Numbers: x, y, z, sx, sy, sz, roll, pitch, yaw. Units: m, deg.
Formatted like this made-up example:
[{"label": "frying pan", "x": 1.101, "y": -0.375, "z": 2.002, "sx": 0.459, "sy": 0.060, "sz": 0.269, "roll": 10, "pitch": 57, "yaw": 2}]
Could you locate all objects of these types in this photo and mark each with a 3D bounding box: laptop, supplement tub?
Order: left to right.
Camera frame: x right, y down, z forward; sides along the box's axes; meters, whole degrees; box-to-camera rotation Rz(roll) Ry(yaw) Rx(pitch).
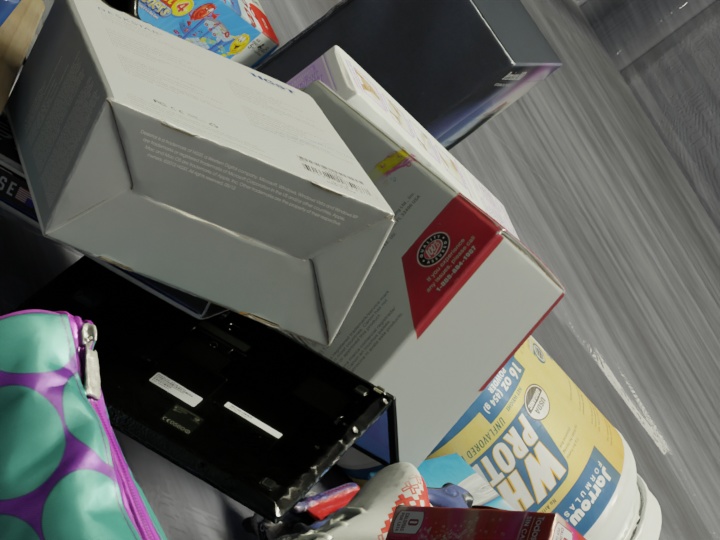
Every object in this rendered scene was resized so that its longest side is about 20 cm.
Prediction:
[{"label": "laptop", "x": -0.082, "y": 0.071, "z": 1.305, "sx": 0.177, "sy": 0.103, "sz": 0.200, "roll": 29, "pitch": 35, "yaw": 13}, {"label": "supplement tub", "x": 0.082, "y": 0.119, "z": 1.580, "sx": 0.200, "sy": 0.145, "sz": 0.145, "roll": 47, "pitch": 16, "yaw": -23}]

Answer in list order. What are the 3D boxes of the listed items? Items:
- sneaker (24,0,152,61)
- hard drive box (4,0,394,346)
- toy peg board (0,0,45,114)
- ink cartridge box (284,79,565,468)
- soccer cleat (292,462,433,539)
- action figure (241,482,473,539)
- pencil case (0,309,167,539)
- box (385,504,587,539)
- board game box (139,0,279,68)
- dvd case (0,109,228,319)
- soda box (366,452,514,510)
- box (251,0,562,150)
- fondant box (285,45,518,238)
[{"label": "sneaker", "x": -0.147, "y": -0.107, "z": 1.520, "sx": 0.074, "sy": 0.080, "sz": 0.200, "roll": 34, "pitch": 26, "yaw": -56}, {"label": "hard drive box", "x": -0.086, "y": -0.056, "z": 1.266, "sx": 0.156, "sy": 0.077, "sz": 0.200, "roll": 22, "pitch": 15, "yaw": -19}, {"label": "toy peg board", "x": -0.238, "y": -0.193, "z": 1.316, "sx": 0.199, "sy": 0.098, "sz": 0.200, "roll": 36, "pitch": 19, "yaw": -14}, {"label": "ink cartridge box", "x": 0.000, "y": 0.000, "z": 1.490, "sx": 0.083, "sy": 0.146, "sz": 0.200, "roll": 39, "pitch": 2, "yaw": -46}, {"label": "soccer cleat", "x": -0.026, "y": 0.153, "z": 1.211, "sx": 0.085, "sy": 0.069, "sz": 0.200, "roll": 42, "pitch": 48, "yaw": -13}, {"label": "action figure", "x": -0.009, "y": 0.190, "z": 1.314, "sx": 0.200, "sy": 0.105, "sz": 0.194, "roll": -6, "pitch": 49, "yaw": -41}, {"label": "pencil case", "x": -0.121, "y": 0.110, "z": 1.077, "sx": 0.085, "sy": 0.092, "sz": 0.200, "roll": 27, "pitch": 31, "yaw": -60}, {"label": "box", "x": 0.052, "y": 0.218, "z": 1.164, "sx": 0.100, "sy": 0.095, "sz": 0.200, "roll": 42, "pitch": 57, "yaw": -44}, {"label": "board game box", "x": -0.164, "y": -0.256, "z": 1.846, "sx": 0.196, "sy": 0.056, "sz": 0.200, "roll": 34, "pitch": 24, "yaw": -53}, {"label": "dvd case", "x": -0.137, "y": -0.039, "z": 1.325, "sx": 0.200, "sy": 0.025, "sz": 0.150, "roll": 30, "pitch": 14, "yaw": 11}, {"label": "soda box", "x": 0.079, "y": 0.188, "z": 1.417, "sx": 0.068, "sy": 0.064, "sz": 0.200, "roll": -10, "pitch": 38, "yaw": -35}, {"label": "box", "x": 0.029, "y": -0.145, "z": 1.910, "sx": 0.123, "sy": 0.198, "sz": 0.200, "roll": 55, "pitch": 15, "yaw": 5}, {"label": "fondant box", "x": -0.007, "y": -0.037, "z": 1.659, "sx": 0.200, "sy": 0.144, "sz": 0.058, "roll": 41, "pitch": 20, "yaw": -41}]
